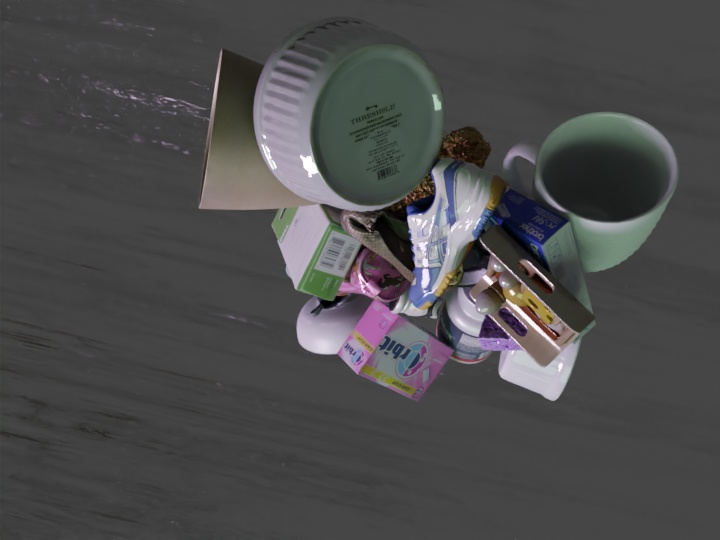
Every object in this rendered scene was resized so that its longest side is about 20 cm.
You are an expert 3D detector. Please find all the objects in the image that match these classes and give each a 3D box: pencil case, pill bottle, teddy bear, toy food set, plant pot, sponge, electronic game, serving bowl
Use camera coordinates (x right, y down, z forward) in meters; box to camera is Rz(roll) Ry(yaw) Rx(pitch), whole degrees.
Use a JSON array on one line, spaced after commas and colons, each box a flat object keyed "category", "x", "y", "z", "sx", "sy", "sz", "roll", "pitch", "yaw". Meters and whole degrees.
[{"category": "pencil case", "x": 0.000, "y": 0.000, "z": 0.814, "sx": 0.082, "sy": 0.087, "sz": 0.200, "roll": 12, "pitch": 174, "yaw": -23}, {"category": "pill bottle", "x": 0.205, "y": 0.075, "z": 1.005, "sx": 0.118, "sy": 0.121, "sz": 0.201, "roll": 11, "pitch": 149, "yaw": 5}, {"category": "teddy bear", "x": 0.083, "y": -0.107, "z": 0.751, "sx": 0.198, "sy": 0.067, "sz": 0.145, "roll": -19, "pitch": 141, "yaw": 18}, {"category": "toy food set", "x": 0.190, "y": 0.042, "z": 0.679, "sx": 0.144, "sy": 0.060, "sz": 0.200, "roll": 47, "pitch": 174, "yaw": 19}, {"category": "plant pot", "x": -0.089, "y": -0.154, "z": 0.709, "sx": 0.198, "sy": 0.189, "sz": 0.187, "roll": 9, "pitch": 153, "yaw": -18}, {"category": "sponge", "x": 0.252, "y": 0.036, "z": 0.845, "sx": 0.111, "sy": 0.201, "sz": 0.030, "roll": -6, "pitch": 129, "yaw": 33}, {"category": "electronic game", "x": 0.134, "y": -0.031, "z": 0.804, "sx": 0.198, "sy": 0.042, "sz": 0.201, "roll": 7, "pitch": 152, "yaw": 4}, {"category": "serving bowl", "x": -0.029, "y": 0.072, "z": 1.055, "sx": 0.198, "sy": 0.200, "sz": 0.066, "roll": -2, "pitch": 116, "yaw": 25}]

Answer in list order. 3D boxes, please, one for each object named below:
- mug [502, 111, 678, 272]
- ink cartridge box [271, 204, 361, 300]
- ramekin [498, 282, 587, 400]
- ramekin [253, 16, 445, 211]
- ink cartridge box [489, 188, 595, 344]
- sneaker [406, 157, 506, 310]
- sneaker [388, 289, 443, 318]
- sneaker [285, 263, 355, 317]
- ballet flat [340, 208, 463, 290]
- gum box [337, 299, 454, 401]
[{"category": "mug", "x": 0.264, "y": -0.092, "z": 0.701, "sx": 0.199, "sy": 0.148, "sz": 0.176, "roll": 36, "pitch": 167, "yaw": 24}, {"category": "ink cartridge box", "x": -0.066, "y": -0.057, "z": 0.807, "sx": 0.059, "sy": 0.200, "sz": 0.104, "roll": 18, "pitch": 111, "yaw": -27}, {"category": "ramekin", "x": 0.299, "y": 0.104, "z": 0.945, "sx": 0.097, "sy": 0.202, "sz": 0.201, "roll": 15, "pitch": 151, "yaw": 11}, {"category": "ramekin", "x": -0.003, "y": -0.159, "z": 0.599, "sx": 0.200, "sy": 0.201, "sz": 0.105, "roll": 40, "pitch": 178, "yaw": -38}, {"category": "ink cartridge box", "x": 0.222, "y": 0.000, "z": 0.688, "sx": 0.094, "sy": 0.044, "sz": 0.200, "roll": 45, "pitch": 172, "yaw": 47}, {"category": "sneaker", "x": 0.089, "y": -0.043, "z": 0.658, "sx": 0.088, "sy": 0.075, "sz": 0.201, "roll": 30, "pitch": 128, "yaw": 8}, {"category": "sneaker", "x": 0.089, "y": 0.034, "z": 0.939, "sx": 0.079, "sy": 0.200, "sz": 0.074, "roll": 16, "pitch": 107, "yaw": -3}, {"category": "sneaker", "x": -0.074, "y": 0.023, "z": 1.010, "sx": 0.199, "sy": 0.141, "sz": 0.078, "roll": -17, "pitch": 137, "yaw": 41}, {"category": "ballet flat", "x": 0.062, "y": -0.030, "z": 0.712, "sx": 0.199, "sy": 0.068, "sz": 0.046, "roll": 31, "pitch": 164, "yaw": -27}, {"category": "gum box", "x": 0.068, "y": 0.142, "z": 0.980, "sx": 0.200, "sy": 0.114, "sz": 0.066, "roll": 33, "pitch": -177, "yaw": -44}]
